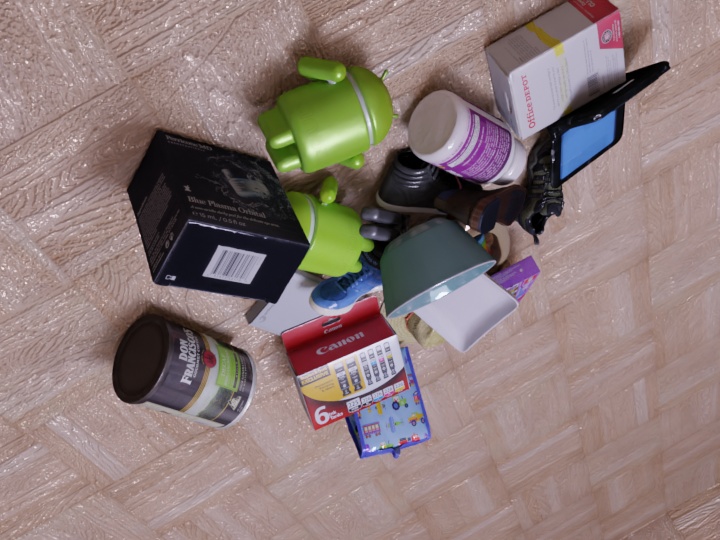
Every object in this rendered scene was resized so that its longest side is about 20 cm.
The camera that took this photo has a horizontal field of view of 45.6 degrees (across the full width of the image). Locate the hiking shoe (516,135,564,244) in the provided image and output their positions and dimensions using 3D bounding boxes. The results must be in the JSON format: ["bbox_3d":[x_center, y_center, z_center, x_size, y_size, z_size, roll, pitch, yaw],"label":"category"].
[{"bbox_3d":[0.340,-0.147,1.528,0.075,0.101,0.202,-6,134,-26],"label":"hiking shoe"}]

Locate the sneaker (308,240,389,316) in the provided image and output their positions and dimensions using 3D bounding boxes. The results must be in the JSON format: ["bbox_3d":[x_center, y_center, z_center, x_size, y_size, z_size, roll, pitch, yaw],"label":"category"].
[{"bbox_3d":[-0.001,-0.001,1.475,0.198,0.077,0.112,-20,144,-33],"label":"sneaker"}]

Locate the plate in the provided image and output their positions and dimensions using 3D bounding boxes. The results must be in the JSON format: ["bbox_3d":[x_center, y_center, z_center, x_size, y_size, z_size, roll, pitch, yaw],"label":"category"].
[{"bbox_3d":[0.164,0.036,1.540,0.032,0.199,0.200,-49,180,-40],"label":"plate"}]

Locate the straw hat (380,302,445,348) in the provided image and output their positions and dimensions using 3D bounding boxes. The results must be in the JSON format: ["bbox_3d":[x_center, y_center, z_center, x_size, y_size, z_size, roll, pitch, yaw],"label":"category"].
[{"bbox_3d":[0.135,0.101,1.666,0.198,0.086,0.203,-16,137,-15],"label":"straw hat"}]

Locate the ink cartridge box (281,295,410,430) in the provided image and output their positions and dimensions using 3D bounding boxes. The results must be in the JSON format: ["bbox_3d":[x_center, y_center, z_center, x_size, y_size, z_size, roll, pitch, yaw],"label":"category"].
[{"bbox_3d":[-0.027,0.168,1.568,0.197,0.084,0.178,-22,122,-10],"label":"ink cartridge box"}]

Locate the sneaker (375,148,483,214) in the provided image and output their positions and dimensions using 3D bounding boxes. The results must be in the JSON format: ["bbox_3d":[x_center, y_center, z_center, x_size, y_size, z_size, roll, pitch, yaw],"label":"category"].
[{"bbox_3d":[0.128,-0.152,1.422,0.197,0.071,0.100,-4,138,-21],"label":"sneaker"}]

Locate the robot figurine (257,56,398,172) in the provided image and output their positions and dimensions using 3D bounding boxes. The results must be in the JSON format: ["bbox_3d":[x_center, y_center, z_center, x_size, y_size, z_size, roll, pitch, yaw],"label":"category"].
[{"bbox_3d":[-0.042,-0.214,1.217,0.197,0.116,0.177,-23,134,-8],"label":"robot figurine"}]

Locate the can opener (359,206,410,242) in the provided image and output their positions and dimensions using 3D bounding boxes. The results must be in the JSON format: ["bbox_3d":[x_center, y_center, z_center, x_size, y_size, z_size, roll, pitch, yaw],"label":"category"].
[{"bbox_3d":[0.033,-0.072,1.400,0.199,0.066,0.054,5,91,-67],"label":"can opener"}]

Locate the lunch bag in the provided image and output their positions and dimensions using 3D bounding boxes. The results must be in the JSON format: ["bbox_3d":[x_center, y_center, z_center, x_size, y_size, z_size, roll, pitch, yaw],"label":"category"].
[{"bbox_3d":[0.046,0.269,1.683,0.148,0.203,0.094,-8,152,-21],"label":"lunch bag"}]

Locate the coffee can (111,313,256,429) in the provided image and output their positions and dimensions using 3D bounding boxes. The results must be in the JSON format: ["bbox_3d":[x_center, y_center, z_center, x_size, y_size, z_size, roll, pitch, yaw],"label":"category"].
[{"bbox_3d":[-0.294,0.174,1.444,0.146,0.147,0.199,-44,138,16],"label":"coffee can"}]

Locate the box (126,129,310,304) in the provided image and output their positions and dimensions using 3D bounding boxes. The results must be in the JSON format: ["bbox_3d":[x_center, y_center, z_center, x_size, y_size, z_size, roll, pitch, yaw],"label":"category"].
[{"bbox_3d":[-0.203,-0.074,1.209,0.194,0.201,0.118,11,126,-38],"label":"box"}]

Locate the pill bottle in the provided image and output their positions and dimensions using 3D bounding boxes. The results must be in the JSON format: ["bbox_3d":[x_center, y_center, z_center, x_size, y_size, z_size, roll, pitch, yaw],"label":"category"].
[{"bbox_3d":[0.176,-0.202,1.368,0.198,0.113,0.113,17,122,-43],"label":"pill bottle"}]

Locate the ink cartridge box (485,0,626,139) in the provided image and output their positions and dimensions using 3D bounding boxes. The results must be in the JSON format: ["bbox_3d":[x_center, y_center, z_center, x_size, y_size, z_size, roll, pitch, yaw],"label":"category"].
[{"bbox_3d":[0.307,-0.323,1.348,0.198,0.084,0.146,-29,140,-2],"label":"ink cartridge box"}]

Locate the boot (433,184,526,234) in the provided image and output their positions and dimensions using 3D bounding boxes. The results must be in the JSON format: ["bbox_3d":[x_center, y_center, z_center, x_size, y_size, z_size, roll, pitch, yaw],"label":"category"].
[{"bbox_3d":[0.203,-0.117,1.421,0.199,0.096,0.076,-20,127,-56],"label":"boot"}]

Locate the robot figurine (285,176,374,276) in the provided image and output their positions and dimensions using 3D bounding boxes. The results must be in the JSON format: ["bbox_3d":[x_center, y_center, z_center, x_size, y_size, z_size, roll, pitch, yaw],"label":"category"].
[{"bbox_3d":[-0.075,-0.057,1.365,0.198,0.116,0.177,13,119,-38],"label":"robot figurine"}]

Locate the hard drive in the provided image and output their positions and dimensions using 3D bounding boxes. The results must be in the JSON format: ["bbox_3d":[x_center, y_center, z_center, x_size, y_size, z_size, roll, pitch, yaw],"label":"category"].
[{"bbox_3d":[-0.093,0.073,1.551,0.199,0.027,0.132,25,115,-43],"label":"hard drive"}]

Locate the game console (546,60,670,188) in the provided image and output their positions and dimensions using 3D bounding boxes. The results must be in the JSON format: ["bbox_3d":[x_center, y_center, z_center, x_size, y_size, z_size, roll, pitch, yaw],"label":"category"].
[{"bbox_3d":[0.414,-0.240,1.425,0.199,0.175,0.118,-35,104,-25],"label":"game console"}]

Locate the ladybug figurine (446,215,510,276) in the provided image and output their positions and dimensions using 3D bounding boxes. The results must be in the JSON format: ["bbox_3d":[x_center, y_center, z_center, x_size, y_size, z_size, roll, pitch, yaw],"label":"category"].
[{"bbox_3d":[0.202,-0.053,1.563,0.134,0.072,0.201,-26,139,-4],"label":"ladybug figurine"}]

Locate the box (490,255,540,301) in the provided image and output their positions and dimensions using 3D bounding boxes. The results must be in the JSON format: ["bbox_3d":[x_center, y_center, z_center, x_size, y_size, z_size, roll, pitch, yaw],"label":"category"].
[{"bbox_3d":[0.263,0.047,1.659,0.135,0.040,0.200,-26,164,-9],"label":"box"}]

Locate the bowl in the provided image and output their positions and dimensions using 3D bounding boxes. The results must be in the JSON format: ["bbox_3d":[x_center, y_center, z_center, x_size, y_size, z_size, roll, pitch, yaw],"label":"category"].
[{"bbox_3d":[0.109,-0.012,1.392,0.198,0.106,0.201,-27,171,-5],"label":"bowl"}]
